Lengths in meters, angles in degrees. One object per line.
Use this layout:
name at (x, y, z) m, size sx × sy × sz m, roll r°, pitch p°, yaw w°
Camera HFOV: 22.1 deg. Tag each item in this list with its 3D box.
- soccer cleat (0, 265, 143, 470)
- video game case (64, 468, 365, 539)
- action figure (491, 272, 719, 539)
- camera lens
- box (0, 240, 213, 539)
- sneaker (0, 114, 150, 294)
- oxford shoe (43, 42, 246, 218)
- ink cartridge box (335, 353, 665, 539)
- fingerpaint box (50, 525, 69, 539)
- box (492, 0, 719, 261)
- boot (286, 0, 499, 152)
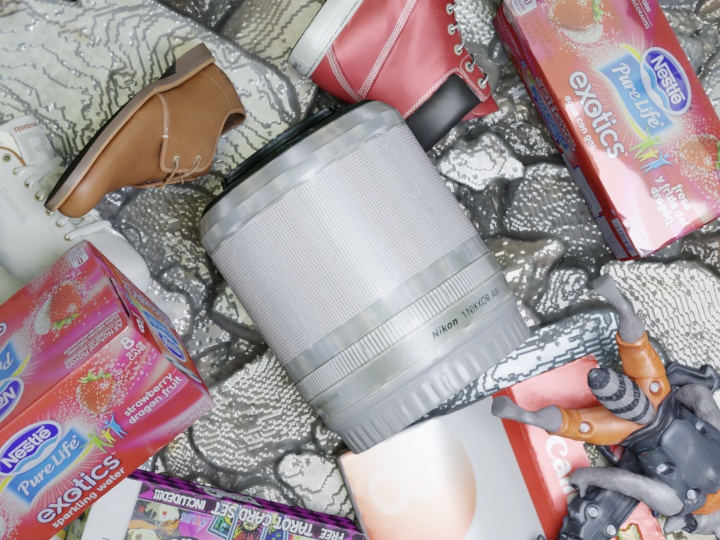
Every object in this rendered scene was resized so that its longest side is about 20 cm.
soccer cleat at (-0.212, 0.067, 1.266) m, size 0.077 × 0.069 × 0.201 m, roll -25°, pitch 75°, yaw -19°
video game case at (-0.115, 0.235, 1.241) m, size 0.199 × 0.036 × 0.183 m, roll 17°, pitch 96°, yaw -25°
action figure at (0.180, 0.129, 1.245) m, size 0.193 × 0.104 × 0.201 m, roll 39°, pitch 79°, yaw -25°
camera lens at (0.000, 0.000, 1.234) m, size 0.159 × 0.160 × 0.201 m, roll -33°, pitch 88°, yaw -2°
box at (-0.206, 0.093, 1.152) m, size 0.200 × 0.096 × 0.100 m, roll -38°, pitch 134°, yaw 3°
sneaker at (-0.218, -0.050, 1.235) m, size 0.199 × 0.073 × 0.085 m, roll 30°, pitch 119°, yaw 23°
oxford shoe at (-0.136, -0.083, 1.233) m, size 0.071 × 0.200 × 0.071 m, roll 48°, pitch 133°, yaw -4°
ink cartridge box at (0.102, 0.169, 1.289) m, size 0.199 × 0.050 × 0.163 m, roll -21°, pitch 89°, yaw 1°
fingerpaint box at (-0.257, 0.182, 1.268) m, size 0.199 × 0.073 × 0.168 m, roll 33°, pitch 89°, yaw -2°
box at (0.179, -0.115, 1.273) m, size 0.095 × 0.100 × 0.201 m, roll -28°, pitch 89°, yaw -2°
boot at (0.060, -0.188, 1.293) m, size 0.144 × 0.072 × 0.201 m, roll 34°, pitch 89°, yaw -6°
